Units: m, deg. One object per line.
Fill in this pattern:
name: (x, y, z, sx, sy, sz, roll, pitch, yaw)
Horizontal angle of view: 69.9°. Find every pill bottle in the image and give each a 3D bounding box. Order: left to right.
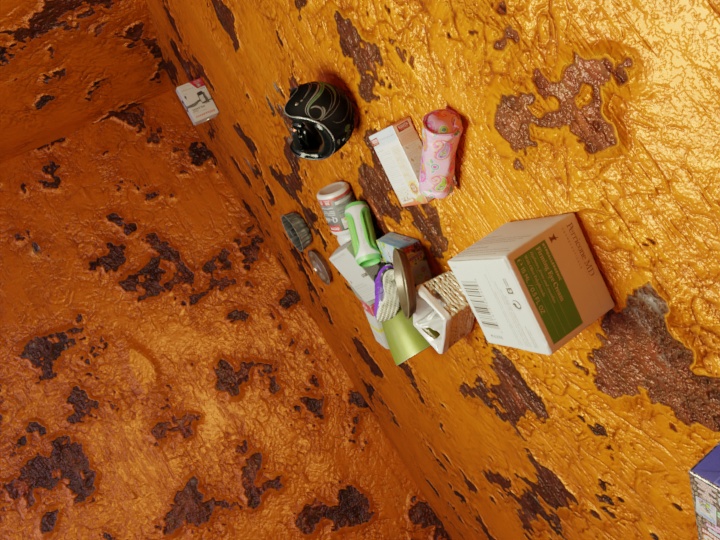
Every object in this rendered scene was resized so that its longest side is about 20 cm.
pill bottle: (-0.062, -0.191, 1.758, 0.116, 0.116, 0.200, 30, 147, 57)

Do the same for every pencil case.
pencil case: (0.169, -0.241, 1.097, 0.087, 0.087, 0.200, 48, 161, 31)

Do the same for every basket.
basket: (0.234, 0.114, 1.433, 0.136, 0.123, 0.200, 49, 159, 31)

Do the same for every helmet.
helmet: (-0.113, -0.415, 1.401, 0.200, 0.191, 0.200, 13, 146, 9)

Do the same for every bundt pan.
bundt pan: (-0.299, -0.195, 2.476, 0.202, 0.076, 0.202, 52, 162, 24)

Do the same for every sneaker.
sneaker: (0.075, 0.062, 1.613, 0.100, 0.069, 0.200, -126, 38, -51)

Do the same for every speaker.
speaker: (0.007, -0.117, 1.648, 0.088, 0.088, 0.200, 113, 146, -69)

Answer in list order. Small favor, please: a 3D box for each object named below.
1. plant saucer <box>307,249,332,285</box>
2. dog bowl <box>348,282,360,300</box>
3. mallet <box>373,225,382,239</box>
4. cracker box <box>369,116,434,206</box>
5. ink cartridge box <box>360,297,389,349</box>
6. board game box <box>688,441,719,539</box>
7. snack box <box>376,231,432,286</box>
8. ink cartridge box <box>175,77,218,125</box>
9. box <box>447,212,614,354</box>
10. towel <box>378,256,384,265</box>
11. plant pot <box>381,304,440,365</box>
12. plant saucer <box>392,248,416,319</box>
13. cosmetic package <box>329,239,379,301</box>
plant saucer: (-0.195, -0.022, 2.551, 0.200, 0.034, 0.200, 52, 162, 24)
dog bowl: (0.022, 0.042, 1.975, 0.200, 0.079, 0.200, 51, 161, 25)
mallet: (0.047, -0.086, 1.770, 0.066, 0.041, 0.200, 47, 163, 30)
cracker box: (0.111, -0.260, 1.260, 0.200, 0.058, 0.134, 62, 162, -14)
ink cartridge box: (0.102, 0.155, 1.826, 0.083, 0.145, 0.200, 32, 148, 55)
board game box: (0.591, 0.343, 0.761, 0.097, 0.159, 0.200, 28, 145, 60)
snack box: (0.143, -0.007, 1.575, 0.169, 0.068, 0.200, 27, 143, 60)
ink cartridge box: (-0.874, -0.905, 2.770, 0.200, 0.145, 0.083, 63, 160, -13)
box: (0.315, 0.023, 0.972, 0.199, 0.171, 0.200, 62, 162, -9)
towel: (0.052, -0.042, 1.770, 0.144, 0.023, 0.200, 34, 163, 13)
plant pot: (0.147, 0.178, 1.691, 0.200, 0.187, 0.187, 59, 163, 12)
plant saucer: (0.123, 0.035, 1.433, 0.200, 0.029, 0.200, 171, 90, -87)
cosmetic package: (0.000, 0.000, 1.717, 0.200, 0.074, 0.102, 48, 137, -13)
